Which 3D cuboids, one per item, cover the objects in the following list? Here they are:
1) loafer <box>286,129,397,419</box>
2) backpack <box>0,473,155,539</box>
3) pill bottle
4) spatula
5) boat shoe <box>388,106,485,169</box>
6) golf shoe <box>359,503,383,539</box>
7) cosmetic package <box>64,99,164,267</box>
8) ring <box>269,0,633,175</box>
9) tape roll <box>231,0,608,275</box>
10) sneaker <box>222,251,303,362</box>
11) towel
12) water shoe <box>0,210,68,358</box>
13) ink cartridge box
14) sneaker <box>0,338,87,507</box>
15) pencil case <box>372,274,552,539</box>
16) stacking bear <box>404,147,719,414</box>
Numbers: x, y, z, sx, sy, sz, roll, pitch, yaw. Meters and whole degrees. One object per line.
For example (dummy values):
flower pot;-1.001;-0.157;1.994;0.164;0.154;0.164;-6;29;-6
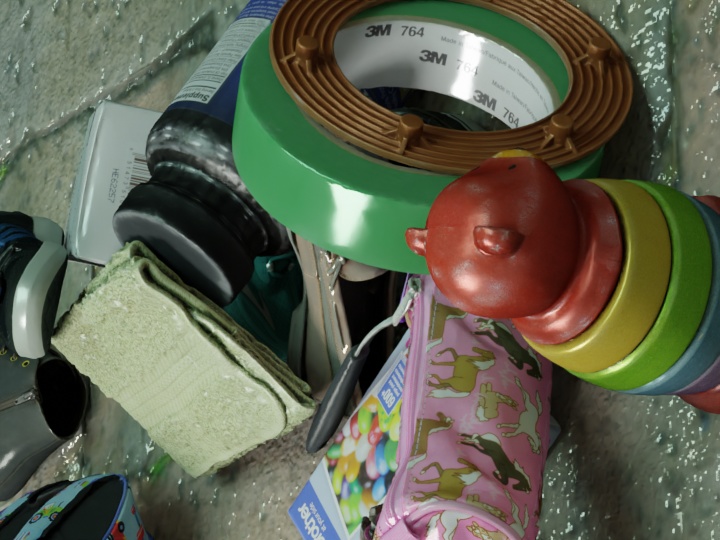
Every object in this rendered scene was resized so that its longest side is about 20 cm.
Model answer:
loafer;0.000;0.000;1.675;0.063;0.072;0.200;36;137;37
backpack;-0.198;0.229;1.831;0.183;0.135;0.200;-20;30;47
pill bottle;-0.055;-0.080;1.712;0.112;0.112;0.200;1;50;53
spatula;0.011;0.039;1.638;0.021;0.057;0.200;42;132;9
boat shoe;0.068;-0.031;1.640;0.069;0.057;0.200;-62;37;16
golf shoe;0.052;0.200;1.516;0.200;0.073;0.092;-117;20;-62
cosmetic package;-0.144;-0.048;1.845;0.200;0.074;0.102;173;108;-80
ring;0.050;-0.117;1.584;0.200;0.200;0.019;-119;31;-44
tape roll;0.032;-0.077;1.583;0.200;0.200;0.048;-119;31;-44
sneaker;-0.054;-0.037;1.795;0.080;0.077;0.200;-16;65;39
towel;-0.112;0.057;1.746;0.036;0.148;0.200;-50;7;-23
water shoe;-0.226;0.006;1.808;0.200;0.079;0.072;-128;50;-79
ink cartridge box;0.025;0.125;1.654;0.200;0.042;0.119;-59;38;23
sneaker;-0.243;0.054;2.020;0.106;0.075;0.200;-36;59;35
pencil case;0.054;0.081;1.509;0.200;0.086;0.083;-83;-7;-45
stacking bear;0.117;-0.002;1.440;0.121;0.200;0.114;10;85;54
